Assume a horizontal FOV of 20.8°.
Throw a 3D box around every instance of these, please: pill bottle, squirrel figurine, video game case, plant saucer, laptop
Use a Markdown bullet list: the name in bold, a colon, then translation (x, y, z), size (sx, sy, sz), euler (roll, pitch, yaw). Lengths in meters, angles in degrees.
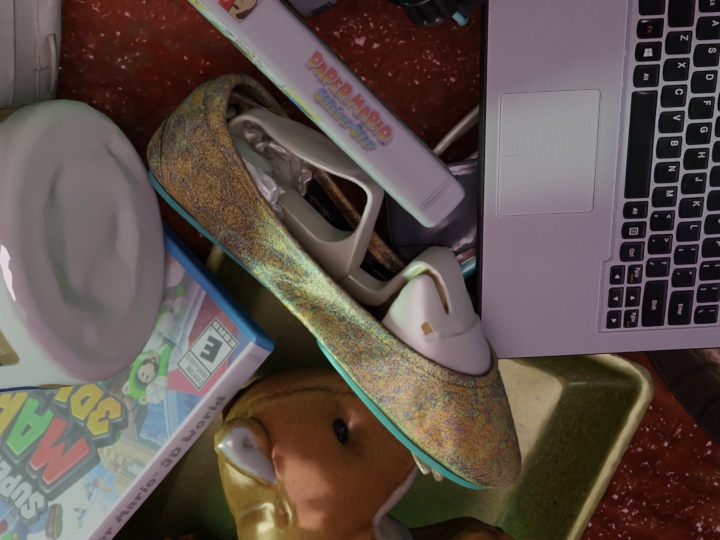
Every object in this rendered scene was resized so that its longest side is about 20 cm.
- **pill bottle**: translation (-0.188, -0.001, 0.794), size (0.199, 0.111, 0.112), euler (-7, 108, 27)
- **squirrel figurine**: translation (-0.030, 0.141, 0.798), size (0.199, 0.142, 0.187), euler (-23, 99, 5)
- **video game case**: translation (-0.143, 0.061, 0.825), size (0.200, 0.018, 0.143), euler (-49, 58, 7)
- **plant saucer**: translation (0.000, 0.087, 0.873), size (0.199, 0.048, 0.201), euler (23, 106, -6)
- **laptop**: translation (0.147, -0.011, 0.715), size (0.199, 0.116, 0.188), euler (-3, 128, -2)
- **video game case**: translation (-0.062, -0.114, 0.703), size (0.023, 0.200, 0.182), euler (-45, 132, 3)

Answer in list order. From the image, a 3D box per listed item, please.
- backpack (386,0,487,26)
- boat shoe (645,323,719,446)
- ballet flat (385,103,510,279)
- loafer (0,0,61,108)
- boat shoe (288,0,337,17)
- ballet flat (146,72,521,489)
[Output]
- **backpack**: translation (-0.025, -0.195, 0.645), size (0.200, 0.176, 0.154), euler (35, 101, 25)
- **boat shoe**: translation (0.207, 0.065, 0.864), size (0.200, 0.072, 0.076), euler (46, 77, -12)
- **ballet flat**: translation (0.098, -0.061, 0.812), size (0.199, 0.073, 0.073), euler (-26, 105, -6)
- **loafer**: translation (-0.144, -0.156, 0.798), size (0.070, 0.070, 0.201), euler (-2, 111, -36)
- **boat shoe**: translation (-0.042, -0.206, 0.779), size (0.091, 0.071, 0.201), euler (-35, 109, 6)
- **ballet flat**: translation (0.000, 0.000, 0.766), size (0.200, 0.071, 0.071), euler (45, 103, 7)
